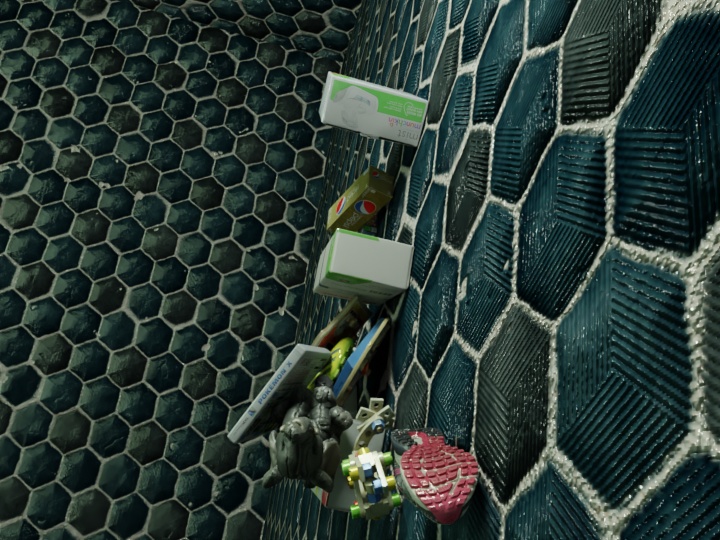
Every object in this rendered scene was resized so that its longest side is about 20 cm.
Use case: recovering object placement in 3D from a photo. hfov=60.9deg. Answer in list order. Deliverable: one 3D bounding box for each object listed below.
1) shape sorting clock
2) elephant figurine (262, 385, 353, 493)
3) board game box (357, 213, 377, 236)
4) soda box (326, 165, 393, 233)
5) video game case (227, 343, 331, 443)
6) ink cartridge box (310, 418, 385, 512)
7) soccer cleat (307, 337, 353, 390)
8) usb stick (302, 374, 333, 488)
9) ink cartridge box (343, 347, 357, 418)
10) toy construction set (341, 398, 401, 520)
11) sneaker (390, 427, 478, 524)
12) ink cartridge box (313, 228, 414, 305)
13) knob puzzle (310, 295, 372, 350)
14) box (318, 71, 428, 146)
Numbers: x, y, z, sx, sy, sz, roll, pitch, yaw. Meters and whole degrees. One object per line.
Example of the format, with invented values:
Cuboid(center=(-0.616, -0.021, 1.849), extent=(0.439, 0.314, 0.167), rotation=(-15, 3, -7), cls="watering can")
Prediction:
Cuboid(center=(0.001, 0.173, 1.093), extent=(0.201, 0.039, 0.200), rotation=(-54, -10, -14), cls="shape sorting clock")
Cuboid(center=(-0.091, 0.268, 0.911), extent=(0.141, 0.156, 0.200), rotation=(-33, 11, 13), cls="elephant figurine")
Cuboid(center=(0.003, -0.095, 1.557), extent=(0.201, 0.034, 0.137), rotation=(116, 162, -56), cls="board game box")
Cuboid(center=(-0.003, -0.154, 1.423), extent=(0.200, 0.067, 0.065), rotation=(-40, 37, 49), cls="soda box")
Cuboid(center=(-0.129, 0.205, 1.039), extent=(0.183, 0.022, 0.200), rotation=(-52, -12, -2), cls="video game case")
Cuboid(center=(-0.028, 0.338, 1.093), extent=(0.200, 0.082, 0.147), rotation=(136, 145, -74), cls="ink cartridge box")
Cuboid(center=(-0.081, 0.208, 1.155), extent=(0.202, 0.083, 0.065), rotation=(-61, -23, -6), cls="soccer cleat")
Cuboid(center=(-0.075, 0.276, 1.051), extent=(0.056, 0.032, 0.203), rotation=(-117, 34, -70), cls="usb stick")
Cuboid(center=(-0.064, 0.283, 1.361), extent=(0.201, 0.083, 0.146), rotation=(-91, 16, -55), cls="ink cartridge box")
Cuboid(center=(0.011, 0.285, 0.909), extent=(0.200, 0.091, 0.133), rotation=(-83, -17, -68), cls="toy construction set")
Cuboid(center=(0.079, 0.227, 0.660), extent=(0.200, 0.079, 0.076), rotation=(156, 111, -87), cls="sneaker")
Cuboid(center=(0.000, 0.000, 1.144), extent=(0.200, 0.143, 0.085), rotation=(138, 143, -73), cls="ink cartridge box")
Cuboid(center=(-0.050, 0.150, 1.220), extent=(0.220, 0.030, 0.220), rotation=(-44, -17, -17), cls="knob puzzle")
Cuboid(center=(0.020, -0.331, 1.256), extent=(0.177, 0.197, 0.098), rotation=(-104, 28, -70), cls="box")
